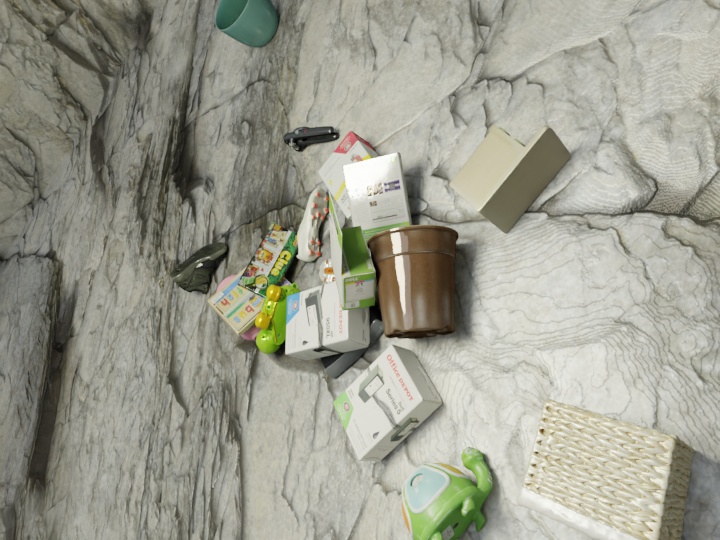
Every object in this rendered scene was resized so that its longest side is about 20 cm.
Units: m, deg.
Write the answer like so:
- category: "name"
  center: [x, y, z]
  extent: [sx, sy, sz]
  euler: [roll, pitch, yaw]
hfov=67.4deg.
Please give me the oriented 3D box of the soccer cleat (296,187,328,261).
- category: "soccer cleat"
  center: [-0.137, -0.126, 1.471]
  extent: [0.076, 0.068, 0.207]
  euler: [0, 78, 43]

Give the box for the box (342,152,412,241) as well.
- category: "box"
  center: [0.042, -0.160, 1.267]
  extent: [0.140, 0.036, 0.207]
  euler: [-8, 93, 19]

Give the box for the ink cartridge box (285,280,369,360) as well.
- category: "ink cartridge box"
  center: [-0.079, 0.116, 1.263]
  extent: [0.196, 0.083, 0.149]
  euler: [-18, 63, 34]

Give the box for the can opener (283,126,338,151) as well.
- category: "can opener"
  center: [-0.148, -0.395, 1.574]
  extent: [0.196, 0.063, 0.081]
  euler: [4, 77, 42]

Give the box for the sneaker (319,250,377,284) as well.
- category: "sneaker"
  center: [0.000, 0.000, 1.306]
  extent: [0.194, 0.077, 0.081]
  euler: [1, 79, 22]

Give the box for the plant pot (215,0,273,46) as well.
- category: "plant pot"
  center: [-0.382, -0.883, 1.881]
  extent: [0.197, 0.159, 0.207]
  euler: [-16, 65, 36]

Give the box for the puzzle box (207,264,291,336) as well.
- category: "puzzle box"
  center: [-0.299, 0.065, 1.468]
  extent: [0.132, 0.026, 0.200]
  euler: [40, 67, 15]

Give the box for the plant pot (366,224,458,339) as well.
- category: "plant pot"
  center: [0.117, 0.033, 1.123]
  extent: [0.196, 0.198, 0.205]
  euler: [-13, 74, 36]

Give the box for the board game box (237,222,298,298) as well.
- category: "board game box"
  center: [-0.245, -0.026, 1.483]
  extent: [0.102, 0.024, 0.204]
  euler: [23, 69, 7]

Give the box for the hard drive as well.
- category: "hard drive"
  center: [-0.033, 0.146, 1.299]
  extent: [0.200, 0.042, 0.136]
  euler: [-46, 51, 19]

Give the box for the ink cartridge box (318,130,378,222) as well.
- category: "ink cartridge box"
  center: [-0.005, -0.232, 1.379]
  extent: [0.145, 0.082, 0.202]
  euler: [-47, 51, 19]

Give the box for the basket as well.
- category: "basket"
  center: [0.366, 0.306, 0.799]
  extent: [0.196, 0.197, 0.165]
  euler: [7, 75, 42]

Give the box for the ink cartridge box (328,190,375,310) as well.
- category: "ink cartridge box"
  center: [-0.018, -0.043, 1.119]
  extent: [0.073, 0.204, 0.150]
  euler: [-8, 44, -9]

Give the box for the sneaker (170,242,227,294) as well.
- category: "sneaker"
  center: [-0.502, -0.003, 1.745]
  extent: [0.198, 0.116, 0.076]
  euler: [-39, 43, -12]

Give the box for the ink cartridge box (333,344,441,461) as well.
- category: "ink cartridge box"
  center: [0.054, 0.281, 1.148]
  extent: [0.200, 0.083, 0.147]
  euler: [-47, 50, 18]

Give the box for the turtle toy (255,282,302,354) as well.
- category: "turtle toy"
  center: [-0.211, 0.125, 1.409]
  extent: [0.101, 0.143, 0.205]
  euler: [27, 93, 62]

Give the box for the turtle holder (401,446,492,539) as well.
- category: "turtle holder"
  center: [0.153, 0.411, 0.981]
  extent: [0.131, 0.139, 0.188]
  euler: [41, 103, 42]

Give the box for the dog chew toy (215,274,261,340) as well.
- category: "dog chew toy"
  center: [-0.328, 0.110, 1.520]
  extent: [0.125, 0.123, 0.202]
  euler: [-46, 58, 18]

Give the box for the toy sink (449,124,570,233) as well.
- category: "toy sink"
  center: [0.295, -0.202, 1.080]
  extent: [0.201, 0.129, 0.113]
  euler: [-52, 49, 15]
